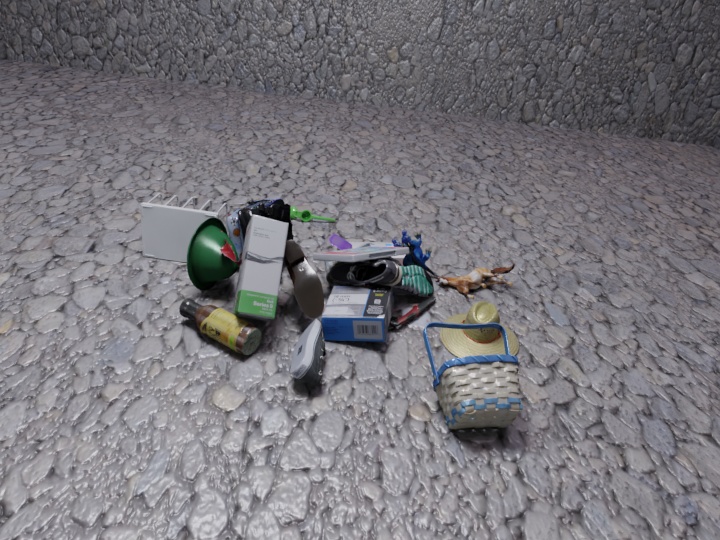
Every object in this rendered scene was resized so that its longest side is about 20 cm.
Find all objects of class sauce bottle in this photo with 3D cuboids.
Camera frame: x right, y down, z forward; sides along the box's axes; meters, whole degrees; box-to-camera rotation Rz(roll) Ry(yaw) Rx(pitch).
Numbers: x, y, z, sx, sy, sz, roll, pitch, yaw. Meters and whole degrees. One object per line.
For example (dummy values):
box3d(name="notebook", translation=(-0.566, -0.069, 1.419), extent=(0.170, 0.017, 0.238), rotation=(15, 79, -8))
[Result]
box3d(name="sauce bottle", translation=(-0.300, 0.113, 1.231), extent=(0.196, 0.066, 0.064), rotation=(21, 32, 27))

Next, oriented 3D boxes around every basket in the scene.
box3d(name="basket", translation=(0.212, 0.191, 1.107), extent=(0.171, 0.140, 0.205), rotation=(2, 60, -10))

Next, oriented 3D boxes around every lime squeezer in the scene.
box3d(name="lime squeezer", translation=(-0.180, -0.172, 1.803), extent=(0.195, 0.039, 0.071), rotation=(15, -2, 16))

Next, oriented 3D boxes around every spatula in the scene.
box3d(name="spatula", translation=(0.008, -0.052, 1.542), extent=(0.195, 0.021, 0.057), rotation=(18, 30, 15))

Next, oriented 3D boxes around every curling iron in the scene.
box3d(name="curling iron", translation=(0.123, 0.095, 1.397), extent=(0.049, 0.026, 0.198), rotation=(26, 34, 35))

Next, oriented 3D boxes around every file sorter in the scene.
box3d(name="file sorter", translation=(-0.451, -0.113, 1.521), extent=(0.194, 0.142, 0.125), rotation=(8, 25, 2))

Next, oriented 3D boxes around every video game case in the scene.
box3d(name="video game case", translation=(0.003, -0.040, 1.401), extent=(0.141, 0.018, 0.197), rotation=(3, 9, 44))

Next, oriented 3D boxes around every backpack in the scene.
box3d(name="backpack", translation=(-0.248, -0.095, 1.502), extent=(0.150, 0.206, 0.191), rotation=(5, 21, 18))

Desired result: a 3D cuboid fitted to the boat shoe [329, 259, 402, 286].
box3d(name="boat shoe", translation=(0.000, 0.000, 1.356), extent=(0.196, 0.075, 0.062), rotation=(0, -16, 34))

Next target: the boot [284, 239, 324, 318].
box3d(name="boot", translation=(-0.127, 0.036, 1.361), extent=(0.063, 0.200, 0.191), rotation=(-18, 77, -7))

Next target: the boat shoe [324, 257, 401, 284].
box3d(name="boat shoe", translation=(0.007, -0.012, 1.476), extent=(0.196, 0.075, 0.066), rotation=(-7, 61, -9))

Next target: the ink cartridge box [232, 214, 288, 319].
box3d(name="ink cartridge box", translation=(-0.216, -0.001, 1.253), extent=(0.082, 0.206, 0.146), rotation=(10, -9, -15))

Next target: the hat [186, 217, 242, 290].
box3d(name="hat", translation=(-0.287, -0.021, 1.343), extent=(0.171, 0.169, 0.201), rotation=(8, 36, 18))

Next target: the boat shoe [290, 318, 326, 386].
box3d(name="boat shoe", translation=(-0.100, 0.169, 1.189), extent=(0.056, 0.069, 0.201), rotation=(39, 19, -12))

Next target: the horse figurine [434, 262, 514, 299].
box3d(name="horse figurine", translation=(0.310, 0.025, 1.527), extent=(0.196, 0.051, 0.132), rotation=(-18, 19, -24))

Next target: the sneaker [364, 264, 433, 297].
box3d(name="sneaker", translation=(0.099, 0.028, 1.449), extent=(0.086, 0.077, 0.197), rotation=(-21, -27, 39))

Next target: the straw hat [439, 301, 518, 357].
box3d(name="straw hat", translation=(0.278, 0.119, 1.327), extent=(0.195, 0.087, 0.203), rotation=(5, 29, -3))

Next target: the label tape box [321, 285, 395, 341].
box3d(name="label tape box", translation=(0.000, 0.079, 1.333), extent=(0.140, 0.065, 0.201), rotation=(0, 28, 11))

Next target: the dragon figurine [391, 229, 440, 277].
box3d(name="dragon figurine", translation=(0.144, -0.029, 1.513), extent=(0.058, 0.203, 0.100), rotation=(-14, 30, 31))

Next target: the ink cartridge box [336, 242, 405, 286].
box3d(name="ink cartridge box", translation=(0.046, -0.018, 1.561), extent=(0.194, 0.046, 0.177), rotation=(0, 30, -14))
